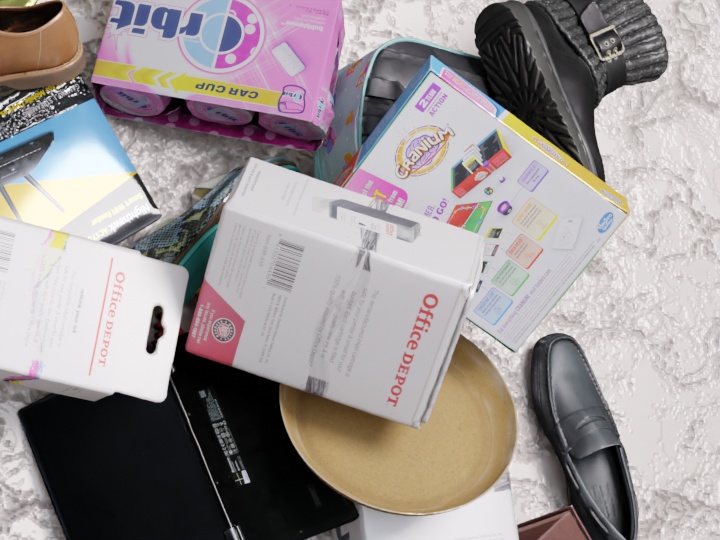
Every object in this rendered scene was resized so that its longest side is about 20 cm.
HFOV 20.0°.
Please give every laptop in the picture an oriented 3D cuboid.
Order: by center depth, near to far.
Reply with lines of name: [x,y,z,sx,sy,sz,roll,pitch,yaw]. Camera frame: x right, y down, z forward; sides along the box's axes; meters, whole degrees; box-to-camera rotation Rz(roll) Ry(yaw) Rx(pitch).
laptop: [-0.138,0.156,1.653,0.199,0.116,0.188,-15,77,-41]

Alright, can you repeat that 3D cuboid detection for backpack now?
backpack: [0.053,-0.101,1.741,0.199,0.153,0.177,15,74,-36]

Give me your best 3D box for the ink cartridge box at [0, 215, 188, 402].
ink cartridge box: [-0.242,0.032,1.581,0.199,0.067,0.117,15,76,-19]

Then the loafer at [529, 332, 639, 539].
loafer: [0.204,0.151,1.808,0.068,0.070,0.202,-14,86,-25]

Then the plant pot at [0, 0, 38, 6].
plant pot: [-0.314,-0.296,1.605,0.199,0.184,0.202,4,79,-23]

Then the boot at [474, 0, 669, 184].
boot: [0.195,-0.143,1.715,0.157,0.079,0.213,-14,86,-38]

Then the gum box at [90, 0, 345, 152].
gum box: [-0.110,-0.176,1.687,0.198,0.066,0.114,10,70,7]

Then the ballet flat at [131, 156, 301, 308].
ballet flat: [-0.127,-0.042,1.699,0.074,0.074,0.200,53,46,-6]

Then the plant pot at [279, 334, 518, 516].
plant pot: [0.029,0.118,1.653,0.198,0.028,0.201,8,50,-10]

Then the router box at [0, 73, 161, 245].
router box: [-0.282,-0.057,1.646,0.199,0.051,0.150,-33,95,-26]

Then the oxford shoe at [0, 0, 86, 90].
oxford shoe: [-0.321,-0.175,1.622,0.198,0.072,0.072,-17,47,-11]

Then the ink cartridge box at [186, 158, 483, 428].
ink cartridge box: [-0.019,0.018,1.592,0.199,0.146,0.085,20,33,1]

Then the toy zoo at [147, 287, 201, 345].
toy zoo: [-0.130,0.083,1.704,0.130,0.020,0.202,16,74,-20]

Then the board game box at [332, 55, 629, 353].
board game box: [0.090,-0.051,1.628,0.199,0.040,0.153,35,109,-11]

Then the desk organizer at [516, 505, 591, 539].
desk organizer: [0.188,0.314,1.759,0.077,0.072,0.201,-33,94,-45]

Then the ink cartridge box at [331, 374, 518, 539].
ink cartridge box: [0.049,0.195,1.726,0.144,0.085,0.202,-4,83,-22]
